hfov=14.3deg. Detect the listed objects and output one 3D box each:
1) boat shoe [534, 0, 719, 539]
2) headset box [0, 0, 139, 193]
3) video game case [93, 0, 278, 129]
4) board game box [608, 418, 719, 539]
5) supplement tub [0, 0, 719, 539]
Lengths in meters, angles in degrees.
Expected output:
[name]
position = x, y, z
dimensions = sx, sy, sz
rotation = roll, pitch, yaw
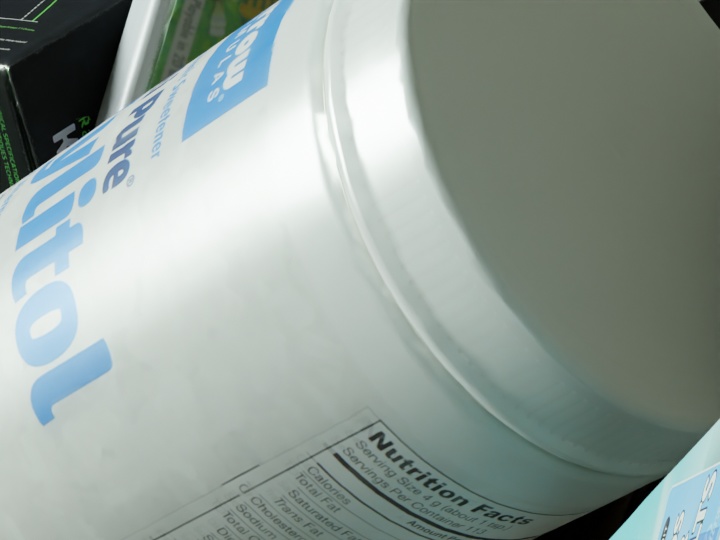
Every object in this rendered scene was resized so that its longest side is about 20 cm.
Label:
[boat shoe]
position = 0.072, -0.001, 0.730
dimensions = 0.068, 0.072, 0.200
rotation = 46, 121, 42
[headset box]
position = -0.058, -0.029, 0.923
dimensions = 0.200, 0.093, 0.175
rotation = -36, -56, -43
[video game case]
position = 0.000, 0.000, 0.848
dimensions = 0.022, 0.182, 0.201
rotation = -3, 69, 61
[board game box]
position = 0.051, 0.113, 0.471
dimensions = 0.200, 0.047, 0.151
rotation = 114, 172, -69
[supplement tub]
position = -0.013, 0.014, 0.653
dimensions = 0.200, 0.132, 0.132
rotation = -32, 31, 38
